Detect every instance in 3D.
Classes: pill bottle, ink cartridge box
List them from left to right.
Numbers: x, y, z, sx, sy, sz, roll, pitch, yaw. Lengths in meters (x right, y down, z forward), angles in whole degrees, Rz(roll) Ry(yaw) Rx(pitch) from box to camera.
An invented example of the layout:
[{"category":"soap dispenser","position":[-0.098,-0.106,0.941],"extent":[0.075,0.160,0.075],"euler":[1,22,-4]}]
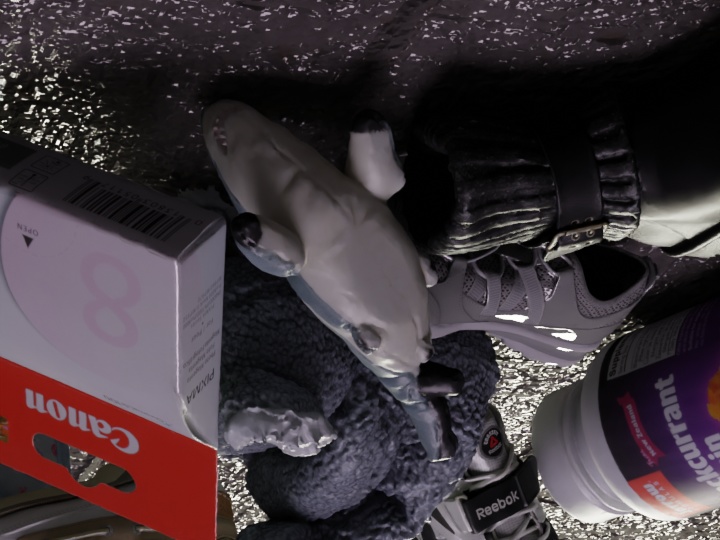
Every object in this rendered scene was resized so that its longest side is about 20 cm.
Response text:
[{"category":"ink cartridge box","position":[-0.141,0.040,1.155],"extent":[0.162,0.057,0.200],"euler":[21,123,23]},{"category":"pill bottle","position":[0.195,0.077,1.386],"extent":[0.111,0.112,0.200],"euler":[19,148,-39]}]

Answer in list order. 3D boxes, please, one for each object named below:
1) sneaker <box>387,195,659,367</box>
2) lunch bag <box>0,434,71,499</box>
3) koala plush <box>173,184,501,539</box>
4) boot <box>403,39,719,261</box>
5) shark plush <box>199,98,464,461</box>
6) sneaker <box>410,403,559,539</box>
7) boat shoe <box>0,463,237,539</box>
[{"category":"sneaker","position":[0.070,-0.010,1.254],"extent":[0.082,0.075,0.200],"euler":[-37,147,31]},{"category":"lunch bag","position":[-0.288,0.105,1.391],"extent":[0.169,0.127,0.200],"euler":[-23,146,27]},{"category":"koala plush","position":[-0.040,0.051,1.256],"extent":[0.184,0.178,0.200],"euler":[-30,148,11]},{"category":"boot","position":[0.114,-0.058,1.116],"extent":[0.158,0.080,0.211],"euler":[4,156,-15]},{"category":"shark plush","position":[0.000,0.000,1.158],"extent":[0.200,0.091,0.083],"euler":[46,161,-27]},{"category":"sneaker","position":[0.064,0.125,1.407],"extent":[0.074,0.200,0.089],"euler":[-36,170,-32]},{"category":"boat shoe","position":[-0.165,0.162,1.358],"extent":[0.200,0.068,0.075],"euler":[-24,148,-5]}]
